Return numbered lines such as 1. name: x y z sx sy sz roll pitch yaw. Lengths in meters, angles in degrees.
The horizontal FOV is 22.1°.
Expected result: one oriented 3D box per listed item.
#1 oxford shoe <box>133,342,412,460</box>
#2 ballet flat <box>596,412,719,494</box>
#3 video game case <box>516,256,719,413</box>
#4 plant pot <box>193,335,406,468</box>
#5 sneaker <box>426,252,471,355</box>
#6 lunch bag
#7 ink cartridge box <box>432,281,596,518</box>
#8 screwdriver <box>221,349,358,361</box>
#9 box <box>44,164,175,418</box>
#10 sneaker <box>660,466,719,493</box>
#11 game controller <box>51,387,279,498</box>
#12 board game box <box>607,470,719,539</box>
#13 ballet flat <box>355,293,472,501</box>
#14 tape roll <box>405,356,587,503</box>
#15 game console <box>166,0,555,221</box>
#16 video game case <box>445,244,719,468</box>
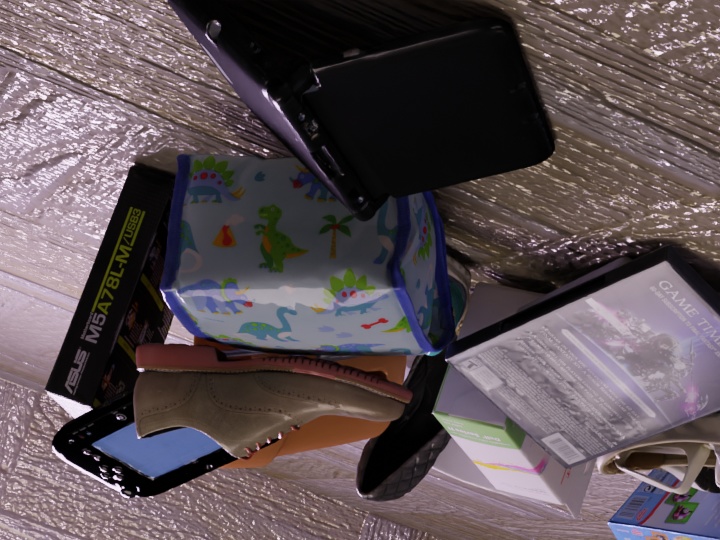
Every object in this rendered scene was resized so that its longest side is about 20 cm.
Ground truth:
1. oxford shoe: -0.062 0.096 1.280 0.198 0.076 0.070 5 173 14
2. ballet flat: 0.255 0.133 1.339 0.199 0.070 0.069 0 159 40
3. video game case: 0.226 0.069 1.345 0.199 0.018 0.143 35 151 -15
4. plant pot: -0.049 0.064 1.509 0.139 0.203 0.200 5 172 -19
5. sneaker: 0.000 0.000 1.378 0.199 0.080 0.077 27 164 -26
6. lunch bag: -0.029 0.003 1.270 0.168 0.129 0.200 1 155 13
7. ink cartridge box: 0.134 0.109 1.474 0.067 0.118 0.200 9 156 29
8. screwdriver: -0.070 0.059 1.385 0.198 0.028 0.029 -5 -176 -23
9. box: -0.191 0.033 1.522 0.047 0.195 0.200 20 169 6
10. sneaker: 0.225 0.124 1.505 0.199 0.077 0.088 32 169 -36
11. game controller: -0.147 0.123 1.402 0.104 0.043 0.199 26 142 -35
12. board game box: 0.325 0.184 1.553 0.199 0.151 0.037 -2 126 56
13. ballet flat: 0.058 0.110 1.524 0.066 0.201 0.057 31 -162 14
14. tape roll: 0.118 0.134 1.642 0.200 0.072 0.203 17 -170 -3
15. game console: 0.000 -0.115 1.034 0.176 0.116 0.200 46 177 22
16. video game case: 0.178 0.066 1.292 0.199 0.019 0.143 -27 122 37
